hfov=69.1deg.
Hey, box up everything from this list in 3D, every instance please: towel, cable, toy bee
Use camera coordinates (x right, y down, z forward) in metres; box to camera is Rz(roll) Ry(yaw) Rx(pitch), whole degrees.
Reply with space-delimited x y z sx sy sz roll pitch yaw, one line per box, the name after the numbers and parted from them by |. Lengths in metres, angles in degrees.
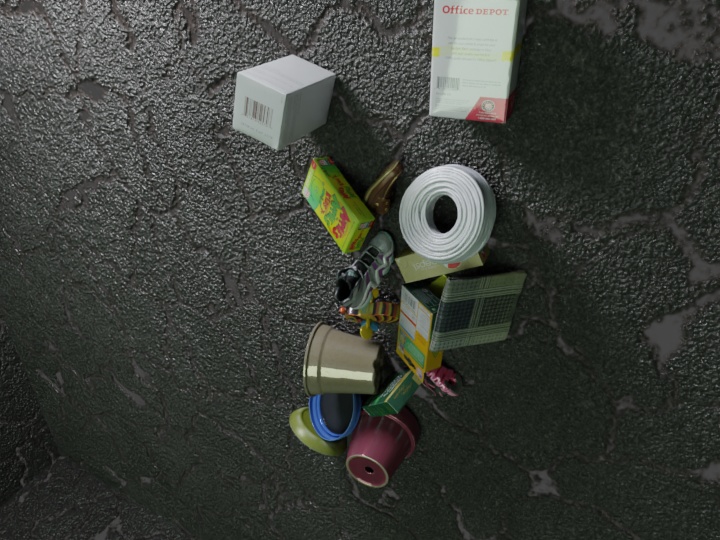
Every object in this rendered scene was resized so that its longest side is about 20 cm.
0.252 0.085 1.134 0.197 0.035 0.195 -5 124 -19 | towel
0.173 -0.115 1.063 0.199 0.069 0.202 35 111 31 | cable
0.004 0.112 1.306 0.199 0.132 0.108 -33 138 28 | toy bee
0.167 0.085 1.270 0.086 0.018 0.200 42 130 -6 | towel

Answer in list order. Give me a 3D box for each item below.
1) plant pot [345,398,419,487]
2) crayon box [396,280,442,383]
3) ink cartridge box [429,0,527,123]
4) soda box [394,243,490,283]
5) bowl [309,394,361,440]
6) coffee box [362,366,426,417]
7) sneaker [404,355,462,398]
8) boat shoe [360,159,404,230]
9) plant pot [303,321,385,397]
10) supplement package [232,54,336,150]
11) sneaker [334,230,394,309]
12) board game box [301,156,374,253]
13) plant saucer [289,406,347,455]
0.049 0.493 1.474 0.197 0.179 0.203 13 127 18 | plant pot
0.141 0.142 1.220 0.126 0.051 0.203 46 141 48 | crayon box
0.204 -0.375 0.916 0.143 0.083 0.203 14 125 23 | ink cartridge box
0.179 -0.033 1.157 0.198 0.064 0.068 -15 110 36 | soda box
-0.073 0.384 1.509 0.199 0.039 0.204 -14 70 44 | bowl
0.083 0.315 1.349 0.044 0.123 0.200 45 156 0 | coffee box
0.165 0.254 1.345 0.200 0.079 0.095 46 142 -1 | sneaker
0.046 -0.163 1.156 0.067 0.072 0.200 38 137 -3 | boat shoe
-0.034 0.249 1.392 0.180 0.201 0.203 6 122 14 | plant pot
-0.153 -0.348 1.069 0.116 0.200 0.118 27 129 13 | supplement package
0.000 0.000 1.199 0.077 0.139 0.203 28 102 29 | sneaker
-0.054 -0.149 1.178 0.201 0.047 0.102 55 140 25 | board game box
-0.120 0.476 1.582 0.198 0.200 0.031 33 104 9 | plant saucer
